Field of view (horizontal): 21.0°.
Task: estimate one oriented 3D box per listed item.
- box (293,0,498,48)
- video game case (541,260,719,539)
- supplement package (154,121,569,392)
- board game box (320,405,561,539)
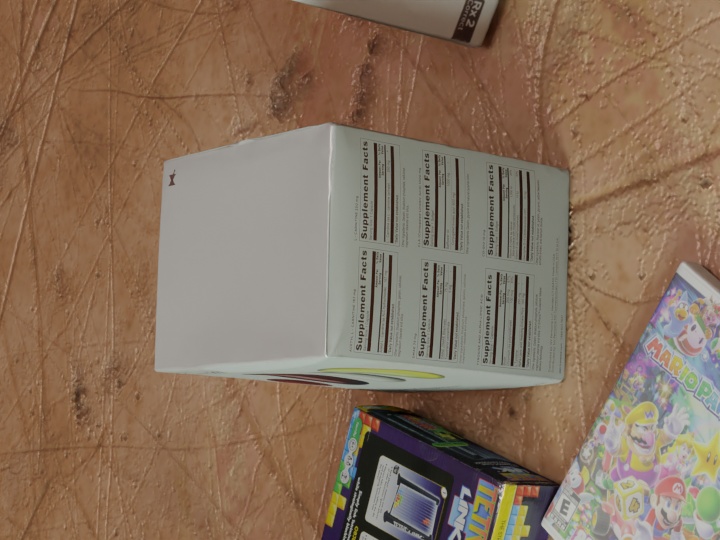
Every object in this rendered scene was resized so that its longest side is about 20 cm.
[{"bbox_3d":[0.011,-0.278,1.313,0.131,0.200,0.199,37,112,48],"label":"box"},{"bbox_3d":[0.194,0.115,1.163,0.143,0.018,0.200,47,120,45],"label":"video game case"},{"bbox_3d":[0.000,0.000,1.279,0.191,0.200,0.147,-8,78,51],"label":"supplement package"},{"bbox_3d":[0.040,0.210,1.309,0.165,0.057,0.200,23,102,48],"label":"board game box"}]
